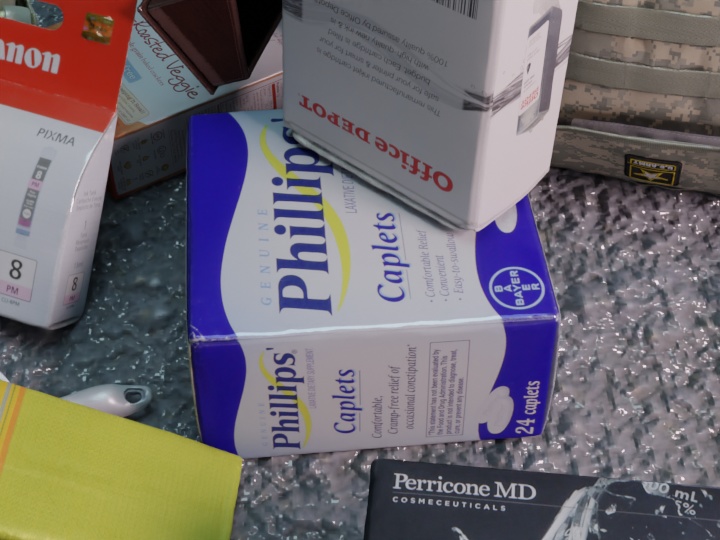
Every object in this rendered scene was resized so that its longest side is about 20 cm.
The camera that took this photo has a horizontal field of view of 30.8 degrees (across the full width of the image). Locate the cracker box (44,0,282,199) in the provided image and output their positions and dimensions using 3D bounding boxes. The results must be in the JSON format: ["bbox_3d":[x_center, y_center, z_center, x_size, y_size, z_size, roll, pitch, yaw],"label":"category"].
[{"bbox_3d":[-0.117,-0.145,0.930,0.199,0.058,0.134,-25,52,-22],"label":"cracker box"}]

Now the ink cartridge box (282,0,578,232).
[{"bbox_3d":[0.035,-0.141,0.688,0.145,0.201,0.085,32,48,27],"label":"ink cartridge box"}]

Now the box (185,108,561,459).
[{"bbox_3d":[0.000,0.000,0.766,0.198,0.105,0.185,-4,47,-3],"label":"box"}]

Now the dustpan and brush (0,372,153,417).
[{"bbox_3d":[-0.218,0.085,0.731,0.199,0.057,0.140,-14,61,-2],"label":"dustpan and brush"}]

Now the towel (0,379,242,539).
[{"bbox_3d":[-0.161,0.107,0.679,0.199,0.018,0.086,19,51,-15],"label":"towel"}]

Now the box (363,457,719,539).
[{"bbox_3d":[0.092,0.203,0.570,0.198,0.124,0.197,4,46,4],"label":"box"}]

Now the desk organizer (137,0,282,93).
[{"bbox_3d":[-0.045,-0.211,0.804,0.077,0.072,0.201,-3,50,42],"label":"desk organizer"}]

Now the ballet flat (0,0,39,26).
[{"bbox_3d":[-0.243,-0.166,0.867,0.071,0.072,0.201,-14,56,-12],"label":"ballet flat"}]

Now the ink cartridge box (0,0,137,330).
[{"bbox_3d":[-0.232,-0.082,0.792,0.162,0.201,0.057,16,15,15],"label":"ink cartridge box"}]

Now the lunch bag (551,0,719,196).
[{"bbox_3d":[0.192,-0.129,0.820,0.163,0.201,0.118,10,43,14],"label":"lunch bag"}]
